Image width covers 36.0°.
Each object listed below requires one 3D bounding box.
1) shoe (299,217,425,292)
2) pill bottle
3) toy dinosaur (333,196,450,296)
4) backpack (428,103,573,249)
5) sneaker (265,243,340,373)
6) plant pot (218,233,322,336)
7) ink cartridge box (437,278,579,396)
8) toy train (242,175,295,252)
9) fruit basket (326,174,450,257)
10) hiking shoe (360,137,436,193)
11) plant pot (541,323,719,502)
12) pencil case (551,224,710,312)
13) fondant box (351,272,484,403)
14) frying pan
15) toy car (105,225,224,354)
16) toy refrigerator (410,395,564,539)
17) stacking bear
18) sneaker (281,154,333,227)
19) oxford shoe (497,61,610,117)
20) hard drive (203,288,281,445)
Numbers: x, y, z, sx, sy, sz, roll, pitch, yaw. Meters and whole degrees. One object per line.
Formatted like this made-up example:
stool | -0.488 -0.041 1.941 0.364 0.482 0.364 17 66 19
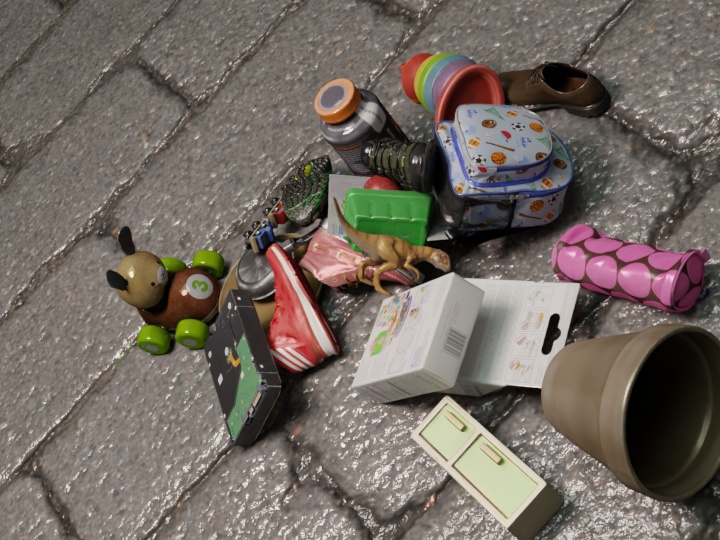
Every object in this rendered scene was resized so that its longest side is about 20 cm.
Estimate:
shoe | 0.000 0.000 1.687 0.200 0.071 0.091 29 88 28
pill bottle | 0.006 -0.214 1.748 0.106 0.200 0.107 -17 52 23
toy dinosaur | 0.028 -0.028 1.568 0.060 0.199 0.107 -131 61 -70
backpack | 0.205 -0.146 1.583 0.190 0.154 0.201 2 52 -15
sneaker | -0.123 0.064 1.686 0.115 0.078 0.200 -31 68 6
plant pot | -0.140 0.032 1.794 0.199 0.027 0.201 -17 52 23
ink cartridge box | 0.196 0.093 1.516 0.199 0.057 0.163 4 62 31
toy train | -0.135 -0.094 1.833 0.046 0.034 0.200 6 41 27
fruit basket | 0.042 -0.091 1.666 0.184 0.094 0.200 3 24 -3
hiking shoe | 0.051 -0.154 1.604 0.100 0.200 0.076 3 97 -7
plant pot | 0.315 0.156 1.314 0.173 0.200 0.200 7 63 56
pencil case | 0.352 -0.008 1.454 0.200 0.091 0.094 19 71 43
fondant box | 0.076 0.096 1.522 0.200 0.058 0.145 -23 42 59
frying pan | -0.127 -0.017 1.784 0.189 0.031 0.115 -19 51 26
toy car | -0.337 0.017 1.814 0.157 0.200 0.165 -10 55 28
toy refrigerator | 0.157 0.250 1.414 0.076 0.070 0.200 -47 46 -3
stacking bear | 0.133 -0.297 1.788 0.200 0.121 0.114 40 126 56
sneaker | -0.067 -0.115 1.771 0.078 0.085 0.200 -19 21 18
oxford shoe | 0.281 -0.292 1.701 0.200 0.084 0.073 10 67 40
hard drive | -0.181 0.146 1.683 0.140 0.038 0.200 -63 36 35
